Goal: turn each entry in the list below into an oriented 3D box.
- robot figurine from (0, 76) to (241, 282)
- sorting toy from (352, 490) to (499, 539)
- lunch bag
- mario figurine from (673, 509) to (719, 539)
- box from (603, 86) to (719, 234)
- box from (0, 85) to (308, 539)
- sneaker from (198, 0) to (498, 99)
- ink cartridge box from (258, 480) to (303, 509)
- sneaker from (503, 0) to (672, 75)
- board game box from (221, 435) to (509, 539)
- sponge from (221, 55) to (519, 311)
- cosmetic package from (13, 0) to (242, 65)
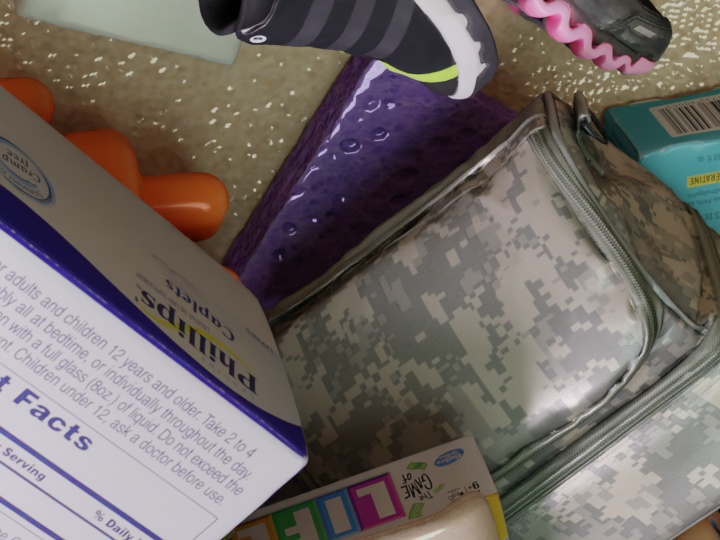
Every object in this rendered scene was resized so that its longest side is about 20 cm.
[{"bbox_3d":[-0.150,0.005,0.762,0.199,0.117,0.144,-10,125,-8],"label":"robot figurine"},{"bbox_3d":[-0.027,0.182,0.695,0.199,0.037,0.186,-20,129,-4],"label":"sorting toy"},{"bbox_3d":[0.060,0.038,0.782,0.200,0.140,0.168,-37,110,21],"label":"lunch bag"},{"bbox_3d":[0.145,0.148,0.814,0.106,0.200,0.124,34,121,-2],"label":"mario figurine"},{"bbox_3d":[0.162,0.015,0.884,0.082,0.049,0.201,-11,122,-7],"label":"box"},{"bbox_3d":[-0.155,0.050,0.655,0.200,0.105,0.184,-41,123,14],"label":"box"},{"bbox_3d":[-0.018,-0.110,0.653,0.083,0.072,0.200,-30,149,11],"label":"sneaker"},{"bbox_3d":[-0.117,0.182,0.839,0.144,0.146,0.201,12,126,-20],"label":"ink cartridge box"},{"bbox_3d":[0.070,-0.159,0.752,0.200,0.079,0.096,38,94,-30],"label":"sneaker"},{"bbox_3d":[0.004,0.166,0.740,0.134,0.034,0.201,-19,129,-4],"label":"board game box"},{"bbox_3d":[0.000,0.000,0.846,0.111,0.030,0.200,24,111,-25],"label":"sponge"},{"bbox_3d":[-0.063,-0.191,0.676,0.087,0.103,0.201,10,115,-19],"label":"cosmetic package"}]
